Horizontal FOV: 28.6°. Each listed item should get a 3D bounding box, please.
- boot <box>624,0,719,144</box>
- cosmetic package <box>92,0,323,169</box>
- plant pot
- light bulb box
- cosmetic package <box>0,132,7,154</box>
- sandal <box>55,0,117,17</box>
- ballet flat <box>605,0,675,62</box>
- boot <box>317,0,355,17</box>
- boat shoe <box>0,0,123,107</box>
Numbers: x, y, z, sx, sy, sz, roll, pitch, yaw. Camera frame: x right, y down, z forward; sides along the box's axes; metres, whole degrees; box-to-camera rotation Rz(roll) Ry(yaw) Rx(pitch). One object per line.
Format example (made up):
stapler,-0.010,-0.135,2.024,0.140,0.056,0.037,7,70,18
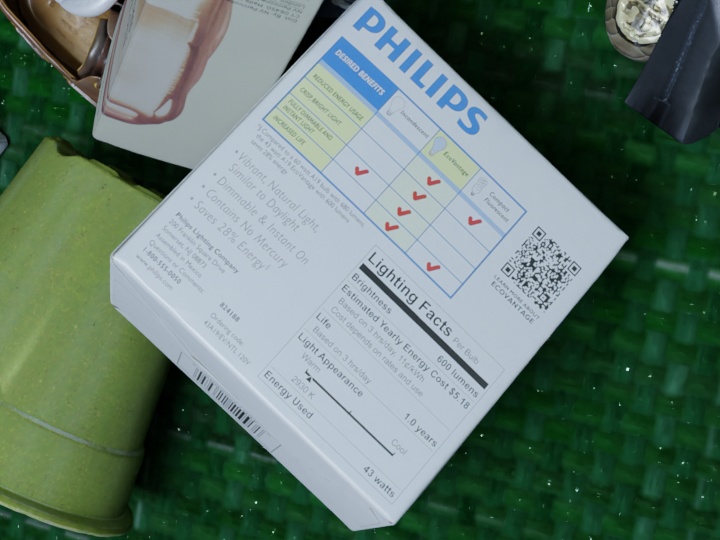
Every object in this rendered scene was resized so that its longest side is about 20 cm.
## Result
boot,0.234,-0.171,0.756,0.066,0.163,0.202,40,125,36
cosmetic package,-0.079,-0.151,0.773,0.086,0.200,0.105,15,58,-15
plant pot,-0.182,0.029,0.869,0.199,0.200,0.192,30,89,13
light bulb box,0.000,0.000,0.771,0.198,0.125,0.200,43,75,0
cosmetic package,-0.369,-0.104,0.896,0.200,0.199,0.123,43,104,10
sandal,-0.182,-0.225,0.888,0.079,0.059,0.208,-39,58,18
ballet flat,0.201,-0.208,0.787,0.067,0.046,0.201,37,104,12
boot,0.015,-0.191,0.842,0.198,0.073,0.092,16,104,25
boat shoe,-0.151,-0.129,0.894,0.199,0.067,0.072,36,103,12
